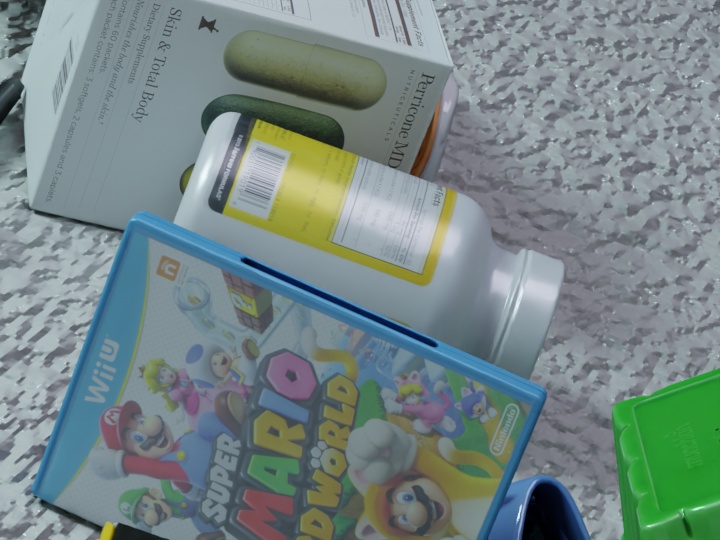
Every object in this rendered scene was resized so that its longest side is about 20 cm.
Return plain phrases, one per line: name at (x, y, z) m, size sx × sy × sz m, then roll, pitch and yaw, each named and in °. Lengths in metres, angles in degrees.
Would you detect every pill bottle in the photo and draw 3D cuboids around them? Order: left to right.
pill bottle at (0.000, 0.000, 1.424) m, size 0.199 × 0.112 × 0.112 m, roll 20°, pitch 25°, yaw -2°

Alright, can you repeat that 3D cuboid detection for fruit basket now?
fruit basket at (0.207, 0.159, 1.274) m, size 0.155 × 0.216 × 0.216 m, roll -19°, pitch 28°, yaw 6°

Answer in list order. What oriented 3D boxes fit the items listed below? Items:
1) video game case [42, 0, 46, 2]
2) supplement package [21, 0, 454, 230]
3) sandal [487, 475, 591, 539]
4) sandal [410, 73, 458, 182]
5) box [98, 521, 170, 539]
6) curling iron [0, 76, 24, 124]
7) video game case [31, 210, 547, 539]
video game case at (-0.206, -0.221, 1.650) m, size 0.181 × 0.200 × 0.023 m, roll 22°, pitch 67°, yaw 4°
supplement package at (-0.074, -0.112, 1.535) m, size 0.199 × 0.152 × 0.151 m, roll 13°, pitch 29°, yaw -17°
sandal at (0.076, 0.129, 1.260) m, size 0.079 × 0.087 × 0.200 m, roll 3°, pitch 29°, yaw -29°
sandal at (0.012, -0.106, 1.693) m, size 0.059 × 0.080 × 0.207 m, roll 12°, pitch 18°, yaw -14°
box at (-0.028, 0.190, 1.108) m, size 0.199 × 0.050 × 0.160 m, roll 19°, pitch 24°, yaw -4°
curling iron at (-0.213, -0.065, 1.485) m, size 0.049 × 0.026 × 0.200 m, roll -14°, pitch 18°, yaw 13°
video game case at (-0.034, 0.077, 1.211) m, size 0.199 × 0.144 × 0.018 m, roll 24°, pitch 19°, yaw 6°
